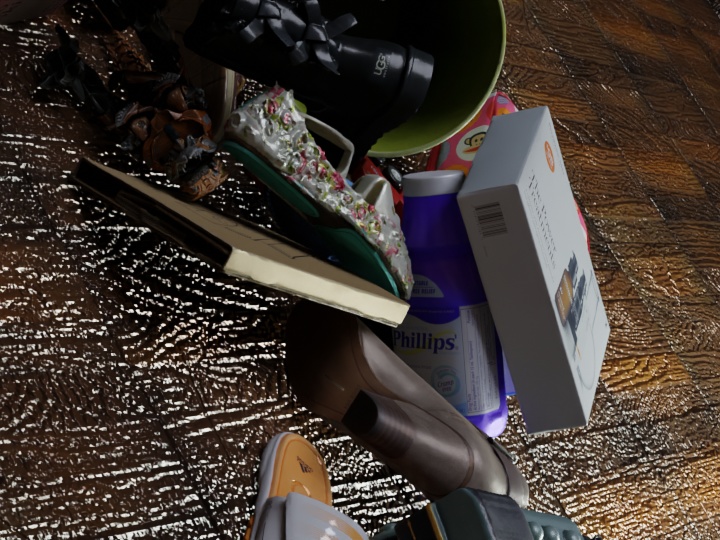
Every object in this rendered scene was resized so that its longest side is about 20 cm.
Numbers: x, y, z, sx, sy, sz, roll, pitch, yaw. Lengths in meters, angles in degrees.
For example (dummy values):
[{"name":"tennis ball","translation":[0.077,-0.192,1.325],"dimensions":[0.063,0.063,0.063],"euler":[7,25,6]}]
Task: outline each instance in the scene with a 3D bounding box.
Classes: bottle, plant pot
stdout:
[{"name":"bottle","translation":[0.062,0.027,1.450],"dimensions":[0.065,0.083,0.201],"euler":[-14,103,-49]},{"name":"plant pot","translation":[0.005,-0.203,1.606],"dimensions":[0.187,0.187,0.200],"euler":[45,2,-17]}]

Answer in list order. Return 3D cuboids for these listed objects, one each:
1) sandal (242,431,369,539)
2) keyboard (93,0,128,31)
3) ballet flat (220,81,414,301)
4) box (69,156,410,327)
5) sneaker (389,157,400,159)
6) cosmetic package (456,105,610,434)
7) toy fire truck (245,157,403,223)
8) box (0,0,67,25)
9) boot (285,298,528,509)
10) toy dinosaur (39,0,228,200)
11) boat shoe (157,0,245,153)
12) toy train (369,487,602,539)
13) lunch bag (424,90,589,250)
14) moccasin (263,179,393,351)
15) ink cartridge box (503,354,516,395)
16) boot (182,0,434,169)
[{"name":"sandal","translation":[-0.030,0.162,1.229],"dimensions":[0.079,0.059,0.207],"euler":[40,26,-26]},{"name":"keyboard","translation":[-0.221,-0.278,1.454],"dimensions":[0.200,0.040,0.104],"euler":[52,-17,-1]},{"name":"ballet flat","translation":[-0.016,-0.056,1.376],"dimensions":[0.200,0.064,0.075],"euler":[45,-17,-32]},{"name":"box","translation":[-0.081,-0.018,1.337],"dimensions":[0.163,0.021,0.200],"euler":[29,7,37]},{"name":"sneaker","translation":[0.031,-0.183,1.807],"dimensions":[0.118,0.074,0.201],"euler":[38,36,-16]},{"name":"cosmetic package","translation":[0.134,-0.002,1.465],"dimensions":[0.151,0.051,0.201],"euler":[-67,142,-61]},{"name":"toy fire truck","translation":[-0.004,-0.050,1.592],"dimensions":[0.200,0.049,0.141],"euler":[50,24,-9]},{"name":"box","translation":[-0.244,-0.240,1.309],"dimensions":[0.109,0.128,0.200],"euler":[53,23,0]},{"name":"boot","translation":[0.034,0.103,1.380],"dimensions":[0.146,0.070,0.200],"euler":[30,16,-32]},{"name":"toy dinosaur","translation":[-0.156,-0.120,1.384],"dimensions":[0.200,0.102,0.136],"euler":[22,-24,48]},{"name":"boat shoe","translation":[-0.115,-0.157,1.510],"dimensions":[0.072,0.072,0.201],"euler":[41,26,-41]},{"name":"toy train","translation":[0.086,0.202,1.315],"dimensions":[0.200,0.114,0.086],"euler":[21,43,-51]},{"name":"lunch bag","translation":[0.139,-0.061,1.770],"dimensions":[0.200,0.082,0.177],"euler":[54,33,-32]},{"name":"moccasin","translation":[0.000,0.000,1.491],"dimensions":[0.200,0.080,0.068],"euler":[46,31,-15]},{"name":"ink cartridge box","translation":[0.113,0.037,1.592],"dimensions":[0.200,0.066,0.117],"euler":[-12,91,-77]},{"name":"boot","translation":[-0.051,-0.146,1.410],"dimensions":[0.162,0.198,0.074],"euler":[21,73,-15]}]
